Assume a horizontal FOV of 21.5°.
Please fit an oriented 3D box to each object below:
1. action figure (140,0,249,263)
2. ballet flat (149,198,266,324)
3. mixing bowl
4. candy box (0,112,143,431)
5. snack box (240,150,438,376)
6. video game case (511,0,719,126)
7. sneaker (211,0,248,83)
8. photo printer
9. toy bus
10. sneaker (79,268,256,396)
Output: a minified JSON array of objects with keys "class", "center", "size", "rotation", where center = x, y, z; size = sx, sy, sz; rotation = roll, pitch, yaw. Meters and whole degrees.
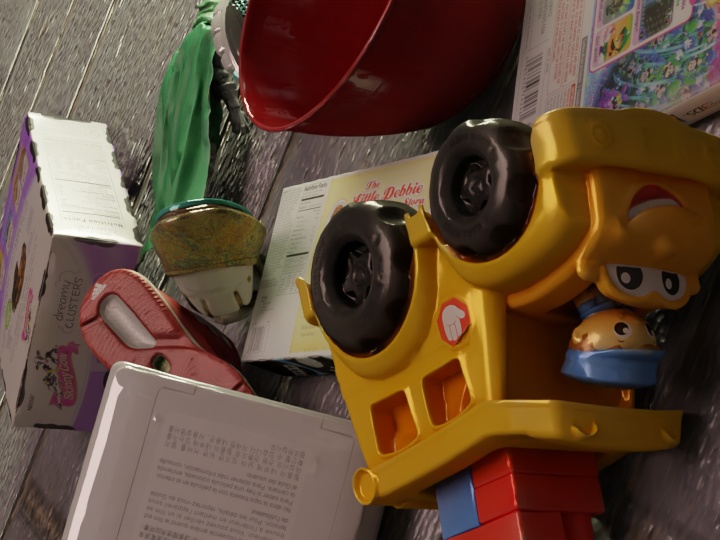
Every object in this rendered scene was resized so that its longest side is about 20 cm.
[{"class":"action figure","center":[-0.118,-0.108,1.381],"size":[0.118,0.055,0.201],"rotation":[-20,58,59]},{"class":"ballet flat","center":[-0.089,0.000,1.179],"size":[0.200,0.070,0.071],"rotation":[89,-162,-84]},{"class":"mixing bowl","center":[0.024,-0.155,1.088],"size":[0.200,0.108,0.201],"rotation":[-41,38,43]},{"class":"candy box","center":[-0.231,0.000,1.463],"size":[0.200,0.071,0.168],"rotation":[-116,38,-55]},{"class":"snack box","center":[0.000,0.000,1.104],"size":[0.200,0.037,0.117],"rotation":[-8,66,61]},{"class":"video game case","center":[0.143,-0.152,0.958],"size":[0.182,0.024,0.201],"rotation":[-26,49,54]},{"class":"sneaker","center":[-0.049,-0.198,1.298],"size":[0.091,0.077,0.201],"rotation":[-41,40,37]},{"class":"photo printer","center":[-0.081,0.165,1.012],"size":[0.069,0.166,0.201],"rotation":[73,-149,-78]},{"class":"toy bus","center":[0.079,0.045,0.843],"size":[0.200,0.135,0.193],"rotation":[-35,56,45]},{"class":"sneaker","center":[-0.084,0.084,1.184],"size":[0.078,0.115,0.200],"rotation":[-40,66,14]}]
